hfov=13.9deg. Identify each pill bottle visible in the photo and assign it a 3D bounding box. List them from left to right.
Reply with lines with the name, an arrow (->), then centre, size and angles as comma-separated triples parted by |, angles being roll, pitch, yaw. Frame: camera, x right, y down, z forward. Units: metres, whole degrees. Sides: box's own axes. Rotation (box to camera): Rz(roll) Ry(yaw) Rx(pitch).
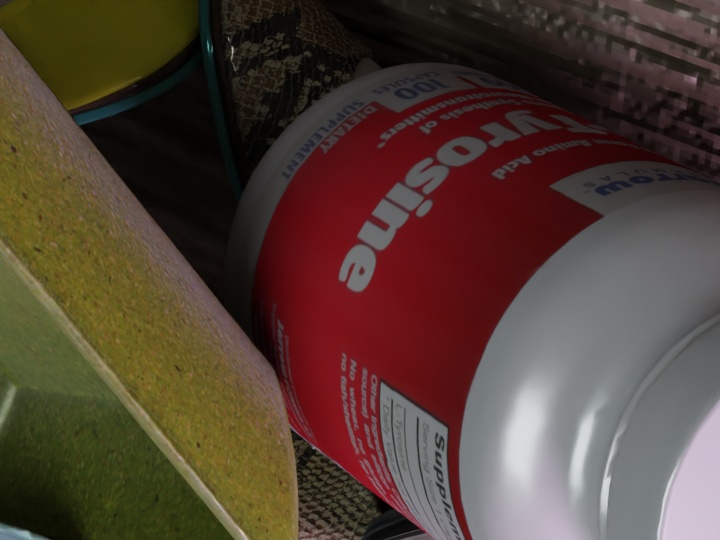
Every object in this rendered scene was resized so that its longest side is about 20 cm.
pill bottle -> 0.054, 0.024, 0.734 | 0.200, 0.112, 0.113 | 32, 132, 57

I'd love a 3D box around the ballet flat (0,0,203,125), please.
ballet flat -> -0.136, -0.071, 0.860 | 0.199, 0.067, 0.067 | -5, 124, 38

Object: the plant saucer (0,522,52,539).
plant saucer -> -0.101, 0.165, 0.859 | 0.199, 0.036, 0.202 | 5, 101, 26

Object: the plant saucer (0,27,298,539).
plant saucer -> -0.109, -0.008, 0.785 | 0.200, 0.048, 0.200 | 52, 156, -23

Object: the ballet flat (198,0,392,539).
ballet flat -> 0.000, 0.000, 0.855 | 0.075, 0.068, 0.201 | 4, 118, 15

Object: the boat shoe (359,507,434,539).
boat shoe -> 0.087, 0.081, 0.811 | 0.199, 0.068, 0.072 | -10, 114, 22
